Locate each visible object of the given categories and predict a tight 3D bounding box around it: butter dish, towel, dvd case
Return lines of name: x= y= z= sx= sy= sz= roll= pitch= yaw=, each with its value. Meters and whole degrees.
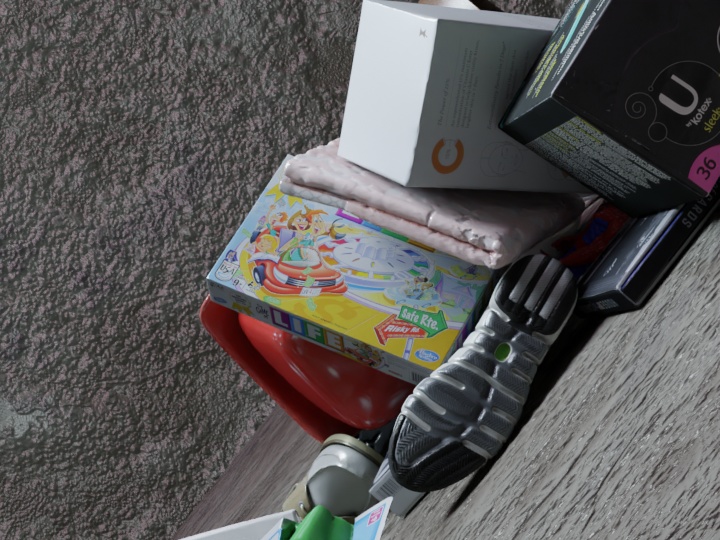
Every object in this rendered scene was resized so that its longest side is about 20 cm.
butter dish: x=0.007 y=0.045 z=1.565 sx=0.200 sy=0.199 sz=0.148 roll=-45 pitch=29 yaw=-3
towel: x=0.059 y=-0.059 z=1.478 sx=0.200 sy=0.191 sz=0.032 roll=-30 pitch=-43 yaw=-62
dvd case: x=0.231 y=-0.052 z=1.379 sx=0.200 sy=0.025 sz=0.150 roll=-50 pitch=3 yaw=-9

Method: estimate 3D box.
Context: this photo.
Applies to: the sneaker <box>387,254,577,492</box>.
sneaker: x=0.093 y=0.088 z=1.414 sx=0.200 sy=0.075 sz=0.116 roll=-52 pitch=-11 yaw=-11

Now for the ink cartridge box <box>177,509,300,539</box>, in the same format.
ink cartridge box: x=-0.128 y=0.266 z=1.631 sx=0.145 sy=0.085 sz=0.200 roll=-14 pitch=-5 yaw=-16

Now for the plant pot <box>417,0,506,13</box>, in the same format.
plant pot: x=0.081 y=-0.124 z=1.651 sx=0.200 sy=0.187 sz=0.187 roll=-53 pitch=3 yaw=12

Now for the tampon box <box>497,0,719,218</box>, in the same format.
tampon box: x=0.199 y=-0.136 z=1.315 sx=0.150 sy=0.126 sz=0.200 roll=-58 pitch=4 yaw=-5

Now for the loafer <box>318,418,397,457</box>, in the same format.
loafer: x=0.040 y=0.114 z=1.711 sx=0.201 sy=0.068 sz=0.070 roll=-47 pitch=-5 yaw=12

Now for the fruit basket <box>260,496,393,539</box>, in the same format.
fruit basket: x=-0.057 y=0.255 z=1.252 sx=0.185 sy=0.094 sz=0.200 roll=-48 pitch=7 yaw=38

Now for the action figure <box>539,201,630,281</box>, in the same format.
action figure: x=0.166 y=-0.006 z=1.506 sx=0.200 sy=0.052 sz=0.065 roll=-48 pitch=-4 yaw=30

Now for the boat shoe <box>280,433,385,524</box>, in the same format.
boat shoe: x=-0.025 y=0.202 z=1.643 sx=0.068 sy=0.075 sz=0.200 roll=-55 pitch=-4 yaw=-26

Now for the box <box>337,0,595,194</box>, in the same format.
box: x=0.098 y=-0.131 z=1.455 sx=0.097 sy=0.200 sz=0.125 roll=26 pitch=110 yaw=51

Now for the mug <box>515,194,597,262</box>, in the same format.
mug: x=0.141 y=-0.056 z=1.806 sx=0.200 sy=0.148 sz=0.175 roll=-17 pitch=-5 yaw=-34

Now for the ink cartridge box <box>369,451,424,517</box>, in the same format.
ink cartridge box: x=0.069 y=0.117 z=1.571 sx=0.099 sy=0.039 sz=0.200 roll=-50 pitch=2 yaw=24

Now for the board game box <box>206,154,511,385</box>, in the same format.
board game box: x=0.000 y=0.000 z=1.484 sx=0.135 sy=0.200 sz=0.034 roll=-59 pitch=-20 yaw=-29
